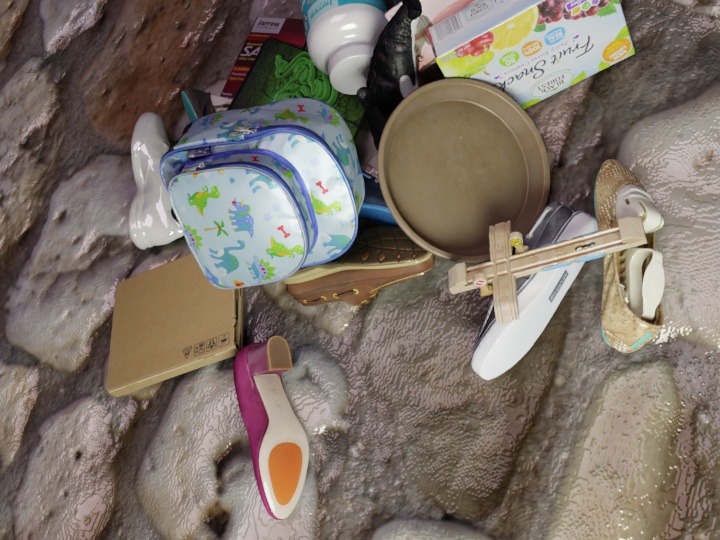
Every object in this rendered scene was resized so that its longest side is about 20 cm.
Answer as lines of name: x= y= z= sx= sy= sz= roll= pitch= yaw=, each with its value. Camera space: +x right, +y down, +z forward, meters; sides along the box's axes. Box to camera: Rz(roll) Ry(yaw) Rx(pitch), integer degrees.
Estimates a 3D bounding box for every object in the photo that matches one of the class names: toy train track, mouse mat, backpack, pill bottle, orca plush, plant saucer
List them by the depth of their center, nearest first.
toy train track: x=0.174 y=-0.018 z=0.854 sx=0.196 sy=0.033 sz=0.117 roll=-16 pitch=53 yaw=23
backpack: x=-0.099 y=-0.078 z=0.953 sx=0.196 sy=0.186 sz=0.148 roll=-12 pitch=31 yaw=14
plant saucer: x=0.111 y=-0.107 z=0.955 sx=0.195 sy=0.029 sz=0.205 roll=2 pitch=80 yaw=-13
orca plush: x=0.033 y=-0.208 z=1.004 sx=0.070 sy=0.202 sz=0.105 roll=-25 pitch=60 yaw=-33
mouse mat: x=-0.073 y=-0.204 z=1.088 sx=0.158 sy=0.008 sz=0.202 roll=20 pitch=50 yaw=-2
pill bottle: x=-0.020 y=-0.323 z=1.112 sx=0.109 sy=0.111 sz=0.204 roll=-21 pitch=60 yaw=18

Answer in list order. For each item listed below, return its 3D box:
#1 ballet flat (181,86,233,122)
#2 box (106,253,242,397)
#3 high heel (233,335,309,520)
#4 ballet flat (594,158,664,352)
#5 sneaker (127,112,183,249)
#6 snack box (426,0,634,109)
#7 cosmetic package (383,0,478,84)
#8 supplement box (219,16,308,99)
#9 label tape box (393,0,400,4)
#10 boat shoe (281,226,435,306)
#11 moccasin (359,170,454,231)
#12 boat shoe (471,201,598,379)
ballet flat: x=-0.178 y=-0.175 z=1.108 sx=0.067 sy=0.069 sz=0.201 roll=-17 pitch=42 yaw=-8
box: x=-0.236 y=0.057 z=1.126 sx=0.197 sy=0.021 sz=0.166 roll=-20 pitch=54 yaw=21
high heel: x=-0.109 y=0.181 z=0.999 sx=0.096 sy=0.066 sz=0.204 roll=-29 pitch=55 yaw=49
ballet flat: x=0.270 y=-0.023 z=0.863 sx=0.065 sy=0.069 sz=0.205 roll=147 pitch=128 yaw=-60
sneaker: x=-0.267 y=-0.128 z=1.218 sx=0.086 sy=0.075 sz=0.204 roll=-8 pitch=69 yaw=10
snack box: x=0.189 y=-0.253 z=0.974 sx=0.197 sy=0.142 sz=0.054 roll=-25 pitch=56 yaw=17
cosmetic package: x=0.136 y=-0.314 z=1.045 sx=0.198 sy=0.103 sz=0.088 roll=-34 pitch=83 yaw=12
supplement box: x=-0.126 y=-0.240 z=1.190 sx=0.107 sy=0.061 sz=0.203 roll=12 pitch=73 yaw=32
label tape box: x=0.080 y=-0.401 z=1.067 sx=0.142 sy=0.200 sz=0.064 roll=-30 pitch=54 yaw=12
boat shoe: x=0.000 y=0.000 z=1.007 sx=0.196 sy=0.068 sz=0.073 roll=-9 pitch=34 yaw=27
moccasin: x=0.030 y=-0.093 z=1.023 sx=0.197 sy=0.080 sz=0.069 roll=22 pitch=80 yaw=33
boat shoe: x=0.164 y=0.016 z=0.904 sx=0.067 sy=0.072 sz=0.202 roll=30 pitch=83 yaw=35
